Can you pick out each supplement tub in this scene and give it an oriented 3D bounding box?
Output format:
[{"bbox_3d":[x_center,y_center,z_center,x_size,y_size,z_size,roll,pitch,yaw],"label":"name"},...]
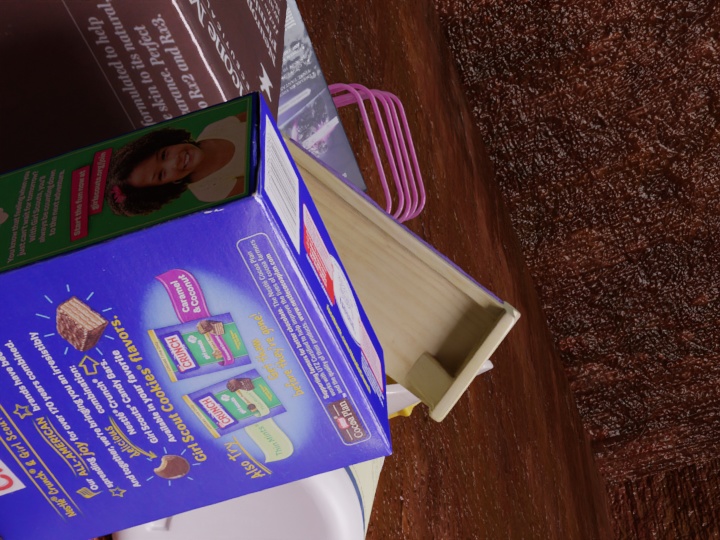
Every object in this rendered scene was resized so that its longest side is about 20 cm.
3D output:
[{"bbox_3d":[-0.059,0.117,0.900,0.200,0.143,0.147,-69,141,-70],"label":"supplement tub"}]

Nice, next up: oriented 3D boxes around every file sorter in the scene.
[{"bbox_3d":[-0.022,-0.096,1.378,0.200,0.124,0.141,-24,98,-78],"label":"file sorter"}]

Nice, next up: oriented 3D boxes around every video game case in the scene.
[{"bbox_3d":[-0.080,-0.115,1.178,0.142,0.019,0.202,-37,120,-29],"label":"video game case"}]

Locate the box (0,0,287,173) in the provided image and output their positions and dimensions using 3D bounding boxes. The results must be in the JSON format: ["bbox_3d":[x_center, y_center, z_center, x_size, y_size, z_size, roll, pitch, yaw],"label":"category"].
[{"bbox_3d":[-0.144,-0.135,0.793,0.201,0.162,0.167,-91,160,-51],"label":"box"}]

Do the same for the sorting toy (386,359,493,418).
[{"bbox_3d":[0.025,0.078,1.236,0.200,0.178,0.108,-75,146,-66],"label":"sorting toy"}]

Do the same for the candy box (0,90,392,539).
[{"bbox_3d":[-0.105,0.032,0.675,0.078,0.197,0.170,-95,164,-49],"label":"candy box"}]

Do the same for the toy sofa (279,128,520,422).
[{"bbox_3d":[0.000,0.000,0.942,0.199,0.083,0.098,37,6,1],"label":"toy sofa"}]
